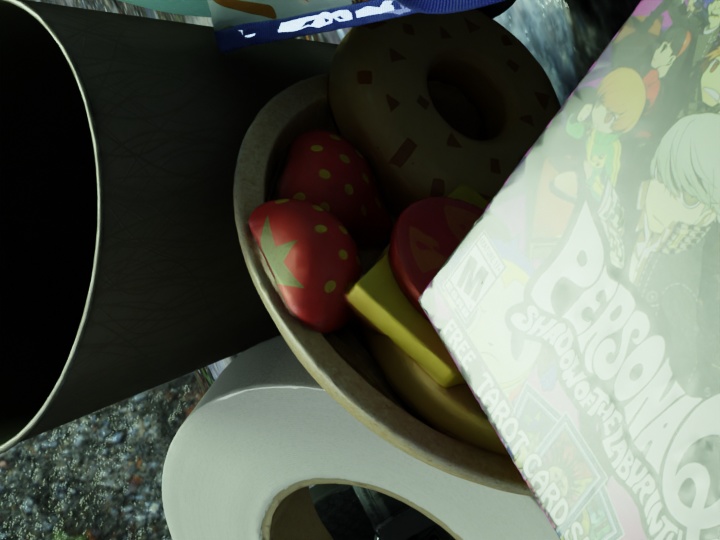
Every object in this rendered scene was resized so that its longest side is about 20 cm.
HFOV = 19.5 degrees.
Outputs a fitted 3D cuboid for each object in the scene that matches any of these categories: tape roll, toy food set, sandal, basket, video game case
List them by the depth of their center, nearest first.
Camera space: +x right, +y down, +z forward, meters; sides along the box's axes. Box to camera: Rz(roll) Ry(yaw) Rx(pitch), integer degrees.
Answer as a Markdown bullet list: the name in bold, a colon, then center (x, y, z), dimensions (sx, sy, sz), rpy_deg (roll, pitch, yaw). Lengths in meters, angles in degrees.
- **video game case**: center (0.115, 0.018, 0.588), dimensions (0.182, 0.036, 0.201), rpy_deg (-53, 49, 30)
- **toy food set**: center (0.048, -0.004, 0.757), dimensions (0.198, 0.200, 0.049), rpy_deg (41, 130, 4)
- **basket**: center (-0.077, -0.026, 0.824), dimensions (0.136, 0.199, 0.181), rpy_deg (40, 121, 30)
- **tape roll**: center (0.015, 0.112, 0.829), dimensions (0.202, 0.037, 0.204), rpy_deg (19, 136, 19)
- **sandal**: center (0.016, 0.118, 1.146), dimensions (0.045, 0.199, 0.075), rpy_deg (38, 119, 26)

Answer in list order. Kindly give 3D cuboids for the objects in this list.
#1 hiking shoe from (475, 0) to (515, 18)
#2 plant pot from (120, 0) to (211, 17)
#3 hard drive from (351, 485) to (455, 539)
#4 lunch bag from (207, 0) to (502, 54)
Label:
- **hiking shoe**: center (0.008, -0.192, 0.845), dimensions (0.101, 0.075, 0.201), rpy_deg (85, 161, -67)
- **plant pot**: center (-0.089, -0.201, 0.979), dimensions (0.200, 0.134, 0.201), rpy_deg (-20, -90, -80)
- **hard drive**: center (0.049, 0.152, 0.962), dimensions (0.201, 0.042, 0.135), rpy_deg (60, 179, -27)
- **lunch bag**: center (0.014, -0.174, 0.711), dimensions (0.199, 0.124, 0.171), rpy_deg (-2, 111, 47)
